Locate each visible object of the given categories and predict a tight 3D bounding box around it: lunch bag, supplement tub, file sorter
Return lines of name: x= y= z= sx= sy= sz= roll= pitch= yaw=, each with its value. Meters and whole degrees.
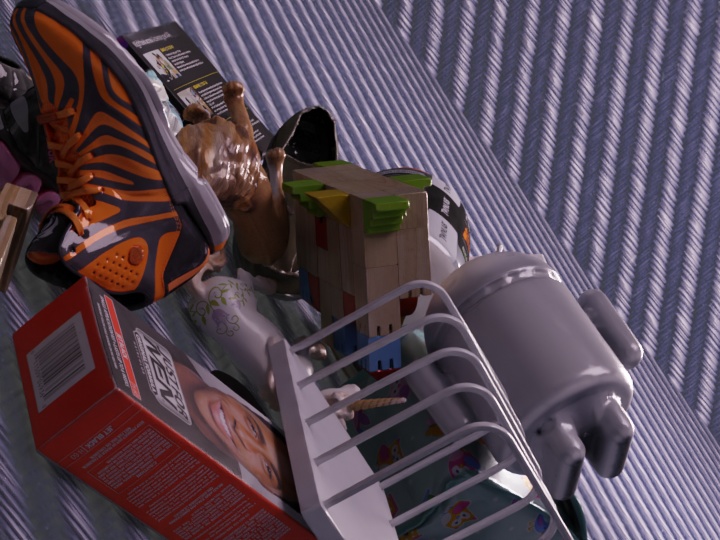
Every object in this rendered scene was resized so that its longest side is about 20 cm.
lunch bag: x=0.093 y=0.158 z=1.419 sx=0.200 sy=0.122 sz=0.171 roll=28 pitch=27 yaw=-35
supplement tub: x=0.032 y=-0.013 z=1.559 sx=0.123 sy=0.122 sz=0.200 roll=49 pitch=17 yaw=-13
file sorter: x=0.038 y=0.116 z=1.134 sx=0.139 sy=0.124 sz=0.200 roll=59 pitch=6 yaw=-26

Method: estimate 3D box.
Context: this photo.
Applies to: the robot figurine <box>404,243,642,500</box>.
robot figurine: x=0.119 y=0.067 z=1.332 sx=0.200 sy=0.169 sz=0.113 roll=58 pitch=-24 yaw=32

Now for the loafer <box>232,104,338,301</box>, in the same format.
loafer: x=-0.057 y=-0.062 z=1.526 sx=0.075 sy=0.070 sz=0.200 roll=15 pitch=48 yaw=-11

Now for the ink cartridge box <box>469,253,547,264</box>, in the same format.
ink cartridge box: x=0.134 y=0.098 z=1.629 sx=0.146 sy=0.084 sz=0.201 roll=-92 pitch=177 yaw=-76

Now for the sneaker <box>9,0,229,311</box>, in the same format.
sneaker: x=-0.168 y=-0.061 z=1.109 sx=0.078 sy=0.112 sz=0.200 roll=-5 pitch=-56 yaw=57

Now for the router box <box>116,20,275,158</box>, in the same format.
router box: x=-0.149 y=-0.138 z=1.582 sx=0.149 sy=0.051 sz=0.200 roll=50 pitch=12 yaw=-3

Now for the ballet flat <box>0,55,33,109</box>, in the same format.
ballet flat: x=-0.265 y=-0.159 z=1.185 sx=0.066 sy=0.057 sz=0.200 roll=21 pitch=-17 yaw=50

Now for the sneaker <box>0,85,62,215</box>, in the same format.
sneaker: x=-0.166 y=-0.066 z=1.225 sx=0.200 sy=0.095 sz=0.079 roll=38 pitch=16 yaw=-51

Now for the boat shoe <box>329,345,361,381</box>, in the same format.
boat shoe: x=0.044 y=0.105 z=1.566 sx=0.200 sy=0.065 sz=0.072 roll=54 pitch=15 yaw=14

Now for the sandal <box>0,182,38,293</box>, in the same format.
sandal: x=-0.221 y=-0.010 z=0.983 sx=0.069 sy=0.078 sz=0.212 roll=17 pitch=12 yaw=-8

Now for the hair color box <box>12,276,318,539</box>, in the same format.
hair color box: x=-0.105 y=0.100 z=1.054 sx=0.200 sy=0.061 sz=0.102 roll=43 pitch=15 yaw=-40

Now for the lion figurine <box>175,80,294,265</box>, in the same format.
lion figurine: x=-0.087 y=-0.056 z=1.374 sx=0.200 sy=0.072 sz=0.123 roll=50 pitch=22 yaw=-49

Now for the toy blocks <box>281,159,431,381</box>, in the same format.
toy blocks: x=0.000 y=0.000 z=1.368 sx=0.200 sy=0.100 sz=0.137 roll=-152 pitch=-123 yaw=-66

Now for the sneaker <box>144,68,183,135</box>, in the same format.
sneaker: x=-0.163 y=-0.098 z=1.367 sx=0.086 sy=0.078 sz=0.200 roll=54 pitch=12 yaw=-6

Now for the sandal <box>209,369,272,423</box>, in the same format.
sandal: x=-0.041 y=0.139 z=1.212 sx=0.200 sy=0.045 sz=0.075 roll=58 pitch=12 yaw=24

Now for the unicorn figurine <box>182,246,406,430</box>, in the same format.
unicorn figurine: x=-0.061 y=0.059 z=1.327 sx=0.200 sy=0.074 sz=0.137 roll=33 pitch=8 yaw=5
